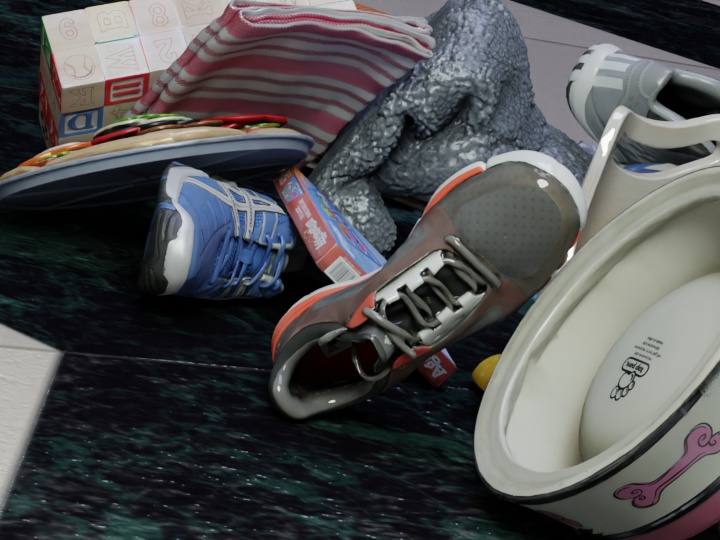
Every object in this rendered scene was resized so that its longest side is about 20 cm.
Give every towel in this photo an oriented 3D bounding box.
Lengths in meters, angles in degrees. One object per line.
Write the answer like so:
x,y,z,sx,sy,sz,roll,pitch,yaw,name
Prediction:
-0.060,-0.107,1.789,0.146,0.030,0.200,3,-27,-32,towel

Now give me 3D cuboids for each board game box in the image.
0.000,0.000,1.675,0.103,0.019,0.200,47,4,-16,board game box

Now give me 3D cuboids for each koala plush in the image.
0.092,-0.065,1.885,0.200,0.184,0.177,38,28,-9,koala plush

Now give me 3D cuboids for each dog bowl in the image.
0.150,0.049,1.383,0.074,0.200,0.200,40,3,-21,dog bowl

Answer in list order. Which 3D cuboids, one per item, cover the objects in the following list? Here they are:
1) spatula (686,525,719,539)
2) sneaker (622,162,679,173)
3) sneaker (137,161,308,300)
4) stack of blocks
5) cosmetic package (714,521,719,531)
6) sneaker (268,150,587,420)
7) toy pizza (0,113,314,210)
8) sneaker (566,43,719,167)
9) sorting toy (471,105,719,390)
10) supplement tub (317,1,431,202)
0.161,0.115,1.422,0.021,0.057,0.200,-2,23,-11,spatula
0.231,0.004,1.802,0.200,0.075,0.088,36,24,8,sneaker
-0.078,-0.020,1.659,0.077,0.076,0.200,16,11,7,sneaker
-0.105,-0.125,1.850,0.200,0.115,0.059,-11,60,-13,stack of blocks
0.223,0.082,1.494,0.074,0.102,0.200,15,12,-1,cosmetic package
0.033,0.019,1.454,0.077,0.200,0.082,47,24,-10,sneaker
-0.128,-0.069,1.732,0.200,0.032,0.200,-9,-4,-1,toy pizza
0.227,-0.070,1.875,0.115,0.075,0.200,11,-24,49,sneaker
0.160,-0.003,1.608,0.200,0.180,0.107,3,17,-41,sorting toy
0.005,-0.134,2.141,0.200,0.123,0.123,22,15,36,supplement tub
